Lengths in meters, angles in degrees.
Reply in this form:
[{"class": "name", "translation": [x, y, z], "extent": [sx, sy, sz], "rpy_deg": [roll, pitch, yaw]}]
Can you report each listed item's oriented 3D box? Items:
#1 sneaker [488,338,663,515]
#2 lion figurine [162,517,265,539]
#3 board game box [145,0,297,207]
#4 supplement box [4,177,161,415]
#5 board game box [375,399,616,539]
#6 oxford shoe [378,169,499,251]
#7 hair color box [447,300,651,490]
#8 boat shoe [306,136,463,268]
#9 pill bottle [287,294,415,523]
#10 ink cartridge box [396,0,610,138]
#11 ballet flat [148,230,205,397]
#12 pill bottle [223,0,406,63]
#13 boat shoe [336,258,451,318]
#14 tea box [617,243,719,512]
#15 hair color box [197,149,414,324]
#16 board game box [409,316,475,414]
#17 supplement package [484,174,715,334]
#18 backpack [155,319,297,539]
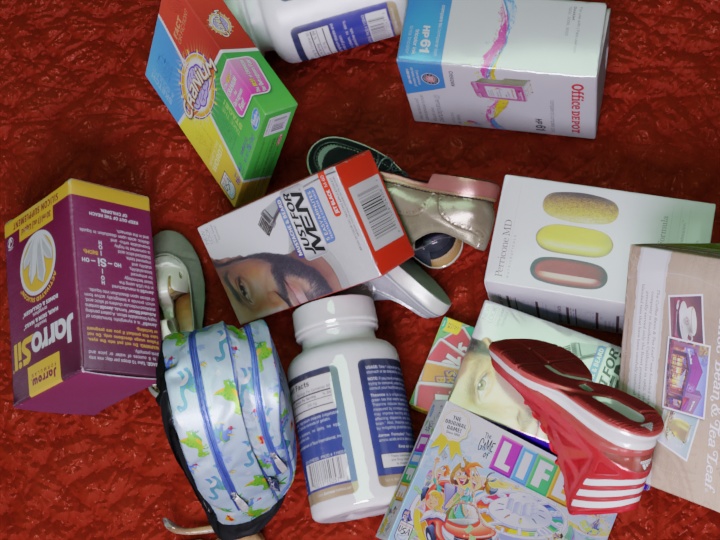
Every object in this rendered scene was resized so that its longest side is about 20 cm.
[{"class": "sneaker", "translation": [0.169, 0.141, 1.074], "extent": [0.078, 0.200, 0.117], "rpy_deg": [-2, 111, -28]}, {"class": "lion figurine", "translation": [-0.105, 0.301, 1.180], "extent": [0.122, 0.073, 0.201], "rpy_deg": [-24, 65, -6]}, {"class": "board game box", "translation": [-0.150, -0.190, 1.304], "extent": [0.040, 0.153, 0.201], "rpy_deg": [-22, 65, -31]}, {"class": "supplement box", "translation": [-0.280, 0.030, 1.255], "extent": [0.130, 0.103, 0.202], "rpy_deg": [-26, 64, 38]}, {"class": "board game box", "translation": [0.129, 0.221, 1.129], "extent": [0.199, 0.034, 0.135], "rpy_deg": [28, 77, -14]}, {"class": "oxford shoe", "translation": [0.034, -0.057, 1.203], "extent": [0.198, 0.070, 0.076], "rpy_deg": [6, 91, 27]}, {"class": "hair color box", "translation": [0.191, 0.115, 1.162], "extent": [0.198, 0.065, 0.110], "rpy_deg": [19, 77, 16]}, {"class": "boat shoe", "translation": [0.023, -0.078, 1.283], "extent": [0.200, 0.062, 0.075], "rpy_deg": [40, 85, 21]}, {"class": "pill bottle", "translation": [-0.009, 0.131, 1.189], "extent": [0.110, 0.111, 0.202], "rpy_deg": [-12, 74, 6]}, {"class": "ink cartridge box", "translation": [0.147, -0.207, 1.256], "extent": [0.198, 0.145, 0.085], "rpy_deg": [6, 73, 12]}, {"class": "ballet flat", "translation": [-0.194, 0.044, 1.281], "extent": [0.067, 0.064, 0.202], "rpy_deg": [-11, 70, 7]}, {"class": "pill bottle", "translation": [-0.051, -0.290, 1.333], "extent": [0.198, 0.120, 0.121], "rpy_deg": [-14, 70, 5]}, {"class": "boat shoe", "translation": [-0.001, 0.000, 1.266], "extent": [0.200, 0.070, 0.072], "rpy_deg": [35, 102, 17]}, {"class": "tea box", "translation": [0.333, 0.082, 1.057], "extent": [0.195, 0.133, 0.202], "rpy_deg": [0, 97, -32]}, {"class": "hair color box", "translation": [-0.056, -0.028, 1.206], "extent": [0.199, 0.064, 0.112], "rpy_deg": [-20, 96, 42]}, {"class": "board game box", "translation": [0.156, 0.124, 1.212], "extent": [0.198, 0.030, 0.096], "rpy_deg": [21, 77, 13]}, {"class": "supplement package", "translation": [0.228, -0.009, 1.196], "extent": [0.198, 0.110, 0.115], "rpy_deg": [9, 74, 13]}, {"class": "backpack", "translation": [-0.121, 0.130, 1.145], "extent": [0.153, 0.200, 0.164], "rpy_deg": [-19, 49, 13]}]
